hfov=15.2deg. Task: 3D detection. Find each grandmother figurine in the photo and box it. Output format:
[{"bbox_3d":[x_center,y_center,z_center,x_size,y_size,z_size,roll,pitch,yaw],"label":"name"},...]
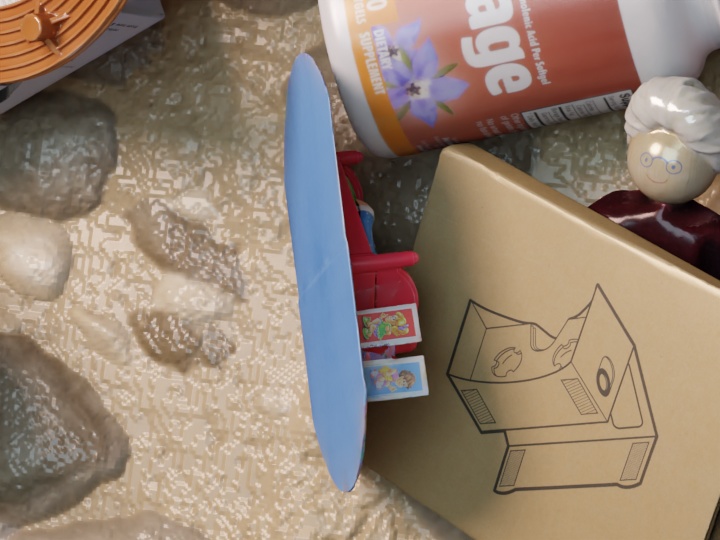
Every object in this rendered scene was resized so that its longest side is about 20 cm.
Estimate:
[{"bbox_3d":[0.132,0.011,1.207,0.121,0.061,0.200,9,106,8],"label":"grandmother figurine"}]

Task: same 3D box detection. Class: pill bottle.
[{"bbox_3d":[0.089,-0.124,1.233,0.200,0.112,0.112,-12,81,14],"label":"pill bottle"}]

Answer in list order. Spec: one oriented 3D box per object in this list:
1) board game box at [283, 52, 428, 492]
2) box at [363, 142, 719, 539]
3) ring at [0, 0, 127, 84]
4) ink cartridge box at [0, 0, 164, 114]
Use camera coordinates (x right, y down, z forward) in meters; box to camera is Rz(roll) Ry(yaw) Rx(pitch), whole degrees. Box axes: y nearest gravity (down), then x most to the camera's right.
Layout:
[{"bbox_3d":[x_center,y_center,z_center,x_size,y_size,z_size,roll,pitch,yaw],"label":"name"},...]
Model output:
[{"bbox_3d":[0.000,0.000,1.234,0.039,0.158,0.200,-5,81,-9],"label":"board game box"},{"bbox_3d":[0.089,0.055,1.199,0.200,0.021,0.164,32,114,38],"label":"box"},{"bbox_3d":[-0.173,-0.184,1.218,0.200,0.019,0.201,4,98,33],"label":"ring"},{"bbox_3d":[-0.215,-0.144,1.311,0.200,0.083,0.147,-27,77,26],"label":"ink cartridge box"}]
